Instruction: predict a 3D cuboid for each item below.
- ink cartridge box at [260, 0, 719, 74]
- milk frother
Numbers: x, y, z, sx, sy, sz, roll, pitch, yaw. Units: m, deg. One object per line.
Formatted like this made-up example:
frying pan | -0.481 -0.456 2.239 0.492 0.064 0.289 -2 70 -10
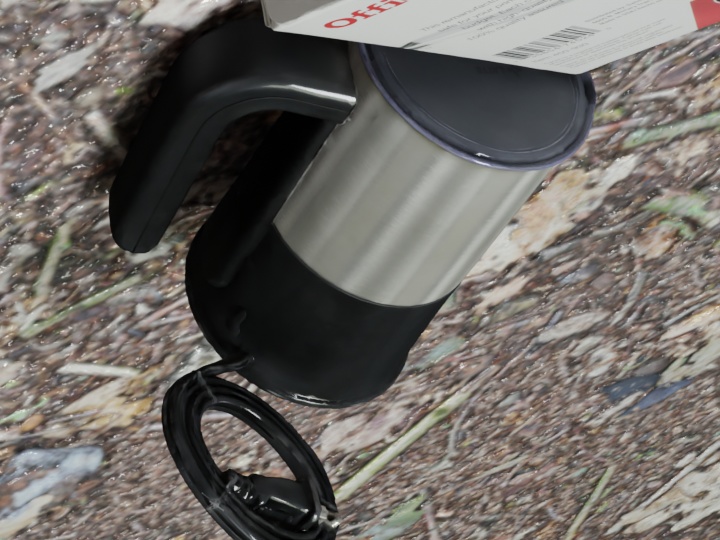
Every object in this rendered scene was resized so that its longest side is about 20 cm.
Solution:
ink cartridge box | 0.073 -0.143 1.145 0.147 0.083 0.200 -18 166 39
milk frother | 0.000 0.000 1.267 0.180 0.200 0.188 -5 147 -34
